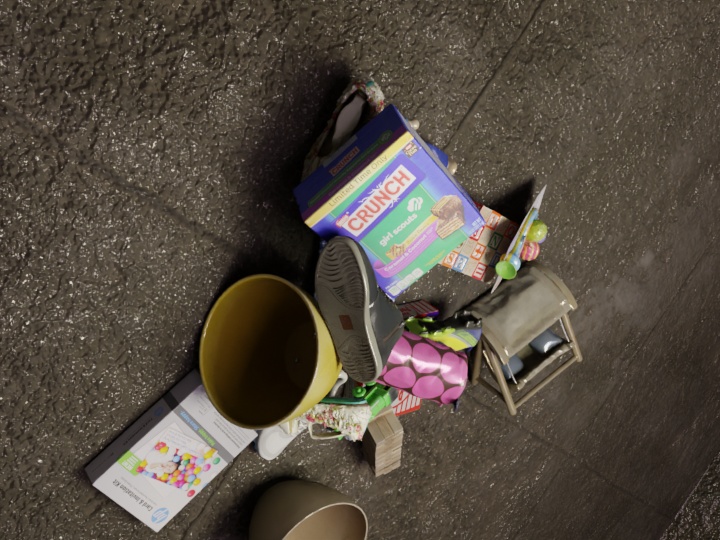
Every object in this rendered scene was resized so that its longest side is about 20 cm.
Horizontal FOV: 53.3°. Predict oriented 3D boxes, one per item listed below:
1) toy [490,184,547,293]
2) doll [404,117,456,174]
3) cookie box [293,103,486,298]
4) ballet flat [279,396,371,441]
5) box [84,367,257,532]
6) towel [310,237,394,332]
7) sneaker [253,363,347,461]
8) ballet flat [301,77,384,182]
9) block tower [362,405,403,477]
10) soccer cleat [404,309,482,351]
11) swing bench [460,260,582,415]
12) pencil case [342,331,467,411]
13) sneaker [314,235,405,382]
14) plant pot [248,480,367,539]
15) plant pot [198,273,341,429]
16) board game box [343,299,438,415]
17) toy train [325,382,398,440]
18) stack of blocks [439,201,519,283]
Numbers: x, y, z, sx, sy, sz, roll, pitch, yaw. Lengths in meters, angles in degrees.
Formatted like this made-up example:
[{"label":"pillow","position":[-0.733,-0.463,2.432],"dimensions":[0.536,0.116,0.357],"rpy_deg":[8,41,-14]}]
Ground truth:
[{"label":"toy","position":[0.291,-0.049,1.245],"dimensions":[0.200,0.047,0.116],"rpy_deg":[-46,157,-42]},{"label":"doll","position":[0.053,-0.159,1.054],"dimensions":[0.199,0.048,0.137],"rpy_deg":[16,112,-43]},{"label":"cookie box","position":[0.040,-0.082,0.933],"dimensions":[0.171,0.075,0.200],"rpy_deg":[-39,131,12]},{"label":"ballet flat","position":[-0.080,0.212,1.052],"dimensions":[0.076,0.198,0.065],"rpy_deg":[-2,95,-70]},{"label":"box","position":[-0.264,0.258,1.028],"dimensions":[0.200,0.041,0.156],"rpy_deg":[-42,133,-13]},{"label":"towel","position":[0.000,0.000,1.083],"dimensions":[0.143,0.024,0.202],"rpy_deg":[1,104,-29]},{"label":"sneaker","position":[-0.092,0.219,1.118],"dimensions":[0.075,0.086,0.201],"rpy_deg":[30,94,-47]},{"label":"ballet flat","position":[-0.032,-0.161,0.948],"dimensions":[0.064,0.075,0.202],"rpy_deg":[-46,159,-77]},{"label":"block tower","position":[0.037,0.296,1.239],"dimensions":[0.054,0.058,0.201],"rpy_deg":[-25,149,-14]},{"label":"soccer cleat","position":[0.125,0.117,1.191],"dimensions":[0.199,0.065,0.084],"rpy_deg":[-5,119,-38]},{"label":"swing bench","position":[0.306,0.124,1.367],"dimensions":[0.198,0.129,0.201],"rpy_deg":[-33,130,-21]},{"label":"pencil case","position":[0.064,0.143,1.090],"dimensions":[0.198,0.091,0.094],"rpy_deg":[22,125,-17]},{"label":"sneaker","position":[0.002,0.034,0.936],"dimensions":[0.106,0.074,0.202],"rpy_deg":[-48,134,-53]},{"label":"plant pot","position":[-0.106,0.427,1.186],"dimensions":[0.199,0.134,0.202],"rpy_deg":[-20,125,-30]},{"label":"plant pot","position":[-0.101,0.115,0.993],"dimensions":[0.142,0.199,0.201],"rpy_deg":[17,103,-58]},{"label":"board game box","position":[0.049,0.160,1.229],"dimensions":[0.150,0.046,0.202],"rpy_deg":[-10,119,-35]},{"label":"toy train","position":[0.024,0.195,1.129],"dimensions":[0.200,0.056,0.042],"rpy_deg":[-41,135,-34]},{"label":"stack of blocks","position":[0.167,-0.062,1.196],"dimensions":[0.199,0.058,0.116],"rpy_deg":[18,101,-44]}]
